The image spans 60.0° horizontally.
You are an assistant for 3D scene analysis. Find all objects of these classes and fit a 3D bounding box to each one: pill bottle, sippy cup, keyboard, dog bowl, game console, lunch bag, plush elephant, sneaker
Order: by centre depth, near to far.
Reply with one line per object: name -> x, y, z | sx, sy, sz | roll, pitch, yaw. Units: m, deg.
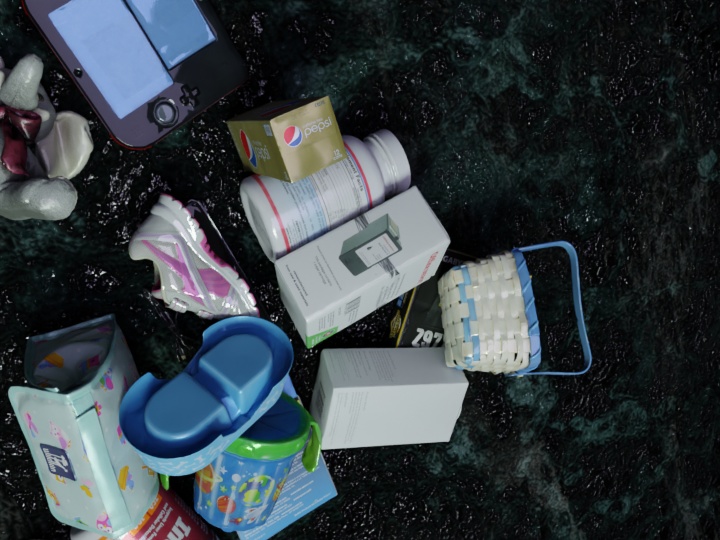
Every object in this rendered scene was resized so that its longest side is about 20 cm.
plush elephant -> -0.343, -0.136, 0.598 | 0.163, 0.198, 0.158 | 28, 67, -29
dog bowl -> -0.155, 0.130, 0.655 | 0.199, 0.110, 0.050 | -40, 149, -39
lunch bag -> -0.287, 0.163, 0.662 | 0.119, 0.199, 0.175 | -15, 110, -20
game console -> -0.239, -0.256, 0.679 | 0.175, 0.031, 0.203 | -37, 115, -13
sneaker -> -0.193, 0.015, 0.723 | 0.088, 0.081, 0.202 | -41, 108, -15
sippy cup -> -0.136, 0.221, 0.728 | 0.173, 0.140, 0.134 | 16, 105, -1
pill bottle -> -0.238, 0.337, 0.748 | 0.112, 0.113, 0.202 | -40, 108, -11
pill bottle -> -0.040, -0.098, 0.767 | 0.197, 0.108, 0.111 | -27, 112, -17
keyboard -> -0.202, 0.029, 0.772 | 0.126, 0.020, 0.203 | -36, 114, -20

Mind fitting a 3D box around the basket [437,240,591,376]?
basket -> 0.207, 0.053, 0.837 | 0.194, 0.139, 0.182 | -3, 77, -4

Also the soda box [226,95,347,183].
soda box -> -0.087, -0.145, 0.682 | 0.067, 0.199, 0.065 | -26, 112, -16

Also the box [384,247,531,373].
box -> 0.146, 0.056, 0.927 | 0.196, 0.049, 0.164 | 15, 97, -27

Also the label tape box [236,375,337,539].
label tape box -> -0.132, 0.242, 0.832 | 0.141, 0.066, 0.204 | -25, 106, -17

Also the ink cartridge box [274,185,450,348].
ink cartridge box -> 0.000, 0.000, 0.777 | 0.197, 0.146, 0.085 | -29, 75, -13

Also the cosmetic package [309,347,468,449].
cosmetic package -> 0.038, 0.173, 0.858 | 0.195, 0.082, 0.115 | 2, 122, -20
